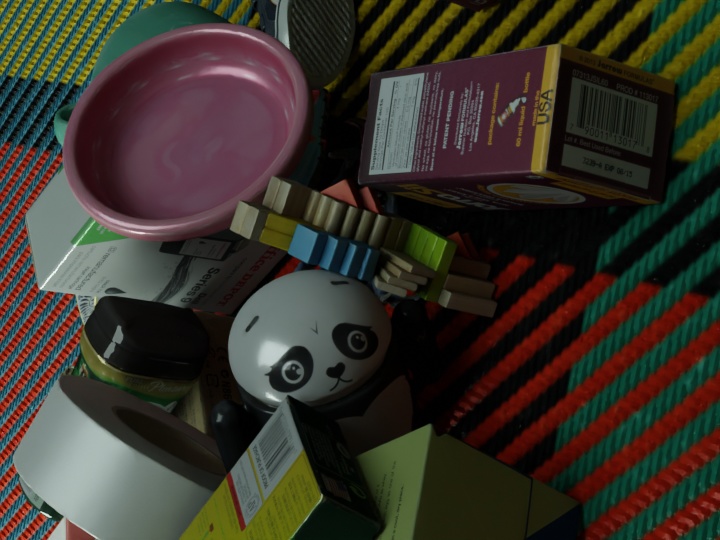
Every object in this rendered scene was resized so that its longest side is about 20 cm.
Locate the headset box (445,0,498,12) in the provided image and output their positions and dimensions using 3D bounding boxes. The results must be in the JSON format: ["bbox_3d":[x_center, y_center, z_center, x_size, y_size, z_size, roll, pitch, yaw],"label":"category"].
[{"bbox_3d":[0.111,-0.292,1.130,0.200,0.077,0.149,-21,63,51],"label":"headset box"}]

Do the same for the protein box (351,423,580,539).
[{"bbox_3d":[0.020,0.239,1.010,0.200,0.135,0.199,-30,38,46],"label":"protein box"}]

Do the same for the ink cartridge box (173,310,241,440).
[{"bbox_3d":[-0.149,0.161,1.360,0.165,0.075,0.200,-39,52,43],"label":"ink cartridge box"}]

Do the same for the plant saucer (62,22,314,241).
[{"bbox_3d":[-0.129,-0.101,1.189,0.200,0.051,0.201,-8,57,12],"label":"plant saucer"}]

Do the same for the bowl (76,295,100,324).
[{"bbox_3d":[-0.228,-0.046,1.488,0.201,0.094,0.201,176,90,-73],"label":"bowl"}]

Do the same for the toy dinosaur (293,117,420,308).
[{"bbox_3d":[0.000,0.000,1.234,0.200,0.105,0.182,-73,0,-65],"label":"toy dinosaur"}]

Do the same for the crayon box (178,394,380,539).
[{"bbox_3d":[-0.076,0.197,1.011,0.200,0.051,0.127,-52,26,14],"label":"crayon box"}]

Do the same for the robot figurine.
[{"bbox_3d":[-0.021,0.094,1.118,0.125,0.200,0.150,3,41,25],"label":"robot figurine"}]

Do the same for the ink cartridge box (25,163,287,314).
[{"bbox_3d":[-0.166,-0.042,1.336,0.146,0.200,0.084,-45,50,38],"label":"ink cartridge box"}]

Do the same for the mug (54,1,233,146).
[{"bbox_3d":[-0.162,-0.144,1.386,0.185,0.152,0.114,-50,40,-3],"label":"mug"}]

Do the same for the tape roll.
[{"bbox_3d":[-0.157,0.158,1.163,0.202,0.202,0.071,31,92,53],"label":"tape roll"}]

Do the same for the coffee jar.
[{"bbox_3d":[-0.209,0.116,1.303,0.085,0.104,0.200,50,119,44],"label":"coffee jar"}]

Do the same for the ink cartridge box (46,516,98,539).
[{"bbox_3d":[-0.170,0.275,1.243,0.117,0.200,0.068,-52,34,33],"label":"ink cartridge box"}]

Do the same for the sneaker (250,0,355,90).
[{"bbox_3d":[-0.053,-0.233,1.339,0.079,0.078,0.200,-26,49,43],"label":"sneaker"}]

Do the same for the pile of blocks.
[{"bbox_3d":[0.011,-0.026,1.105,0.082,0.200,0.062,-121,49,-76],"label":"pile of blocks"}]

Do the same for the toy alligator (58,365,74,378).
[{"bbox_3d":[-0.258,0.178,1.529,0.054,0.059,0.200,77,167,-45],"label":"toy alligator"}]

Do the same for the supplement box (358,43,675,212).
[{"bbox_3d":[0.102,-0.093,1.055,0.200,0.110,0.086,0,80,54],"label":"supplement box"}]

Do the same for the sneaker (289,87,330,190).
[{"bbox_3d":[-0.079,-0.114,1.286,0.200,0.095,0.079,-93,24,-64],"label":"sneaker"}]
